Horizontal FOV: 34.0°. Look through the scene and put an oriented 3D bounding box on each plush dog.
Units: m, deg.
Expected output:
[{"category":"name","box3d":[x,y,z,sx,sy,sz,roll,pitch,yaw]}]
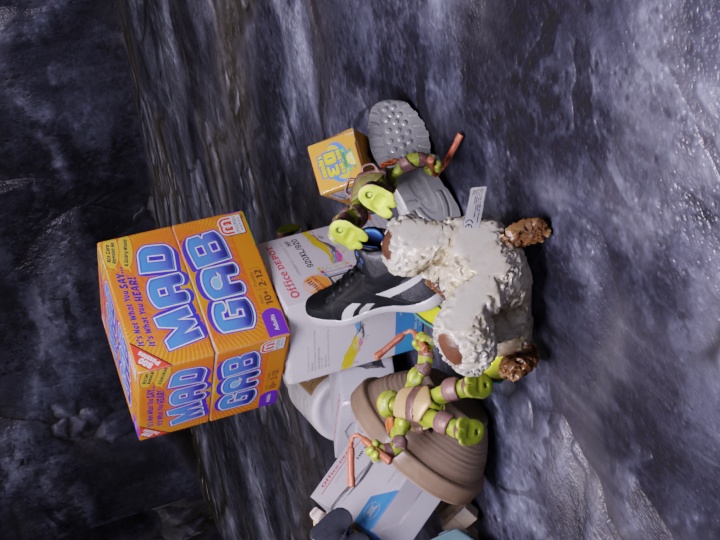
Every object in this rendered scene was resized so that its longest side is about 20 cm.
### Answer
[{"category":"plush dog","box3d":[0.132,0.023,1.249,0.200,0.160,0.172,58,176,32]}]

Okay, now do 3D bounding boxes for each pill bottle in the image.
[{"category":"pill bottle","box3d":[-0.058,0.198,1.966,0.200,0.114,0.115,-147,45,-65]}]

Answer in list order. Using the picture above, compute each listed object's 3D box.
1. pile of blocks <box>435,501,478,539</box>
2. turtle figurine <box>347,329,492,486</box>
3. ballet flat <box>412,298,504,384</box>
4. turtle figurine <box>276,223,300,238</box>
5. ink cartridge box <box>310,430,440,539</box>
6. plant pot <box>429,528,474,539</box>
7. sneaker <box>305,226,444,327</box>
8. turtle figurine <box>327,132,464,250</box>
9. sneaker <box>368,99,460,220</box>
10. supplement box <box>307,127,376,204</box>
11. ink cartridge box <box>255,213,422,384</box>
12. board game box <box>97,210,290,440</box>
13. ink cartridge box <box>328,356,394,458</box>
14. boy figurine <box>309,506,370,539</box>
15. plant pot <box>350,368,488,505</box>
[{"category":"pile of blocks","box3d":[0.117,0.280,1.616,0.062,0.082,0.200,-45,62,20]},{"category":"turtle figurine","box3d":[0.068,0.162,1.324,0.161,0.200,0.064,-2,146,47]},{"category":"ballet flat","box3d":[0.125,0.058,1.397,0.200,0.067,0.067,47,126,51]},{"category":"turtle figurine","box3d":[-0.113,0.005,2.037,0.200,0.064,0.162,-136,37,-56]},{"category":"ink cartridge box","box3d":[0.013,0.287,1.557,0.067,0.116,0.200,44,163,-27]},{"category":"plant pot","box3d":[0.104,0.452,1.518,0.200,0.196,0.196,65,161,16]},{"category":"sneaker","box3d":[0.000,0.000,1.425,0.200,0.073,0.112,-11,125,32]},{"category":"turtle figurine","box3d":[0.022,-0.091,1.310,0.064,0.200,0.161,53,-160,-9]},{"category":"sneaker","box3d":[0.057,-0.114,1.439,0.081,0.076,0.200,98,154,-71]},{"category":"supplement box","box3d":[-0.005,-0.125,1.476,0.200,0.069,0.067,13,-120,-78]},{"category":"ink cartridge box","box3d":[-0.033,0.036,1.614,0.147,0.200,0.145,-124,25,-45]},{"category":"board game box","box3d":[-0.227,0.074,1.577,0.200,0.199,0.200,105,146,-56]},{"category":"ink cartridge box","box3d":[-0.001,0.153,1.719,0.148,0.085,0.200,96,169,-48]},{"category":"boy figurine","box3d":[-0.024,0.355,1.488,0.124,0.064,0.200,51,164,19]},{"category":"plant pot","box3d":[0.091,0.187,1.464,0.093,0.201,0.201,-51,41,14]}]
